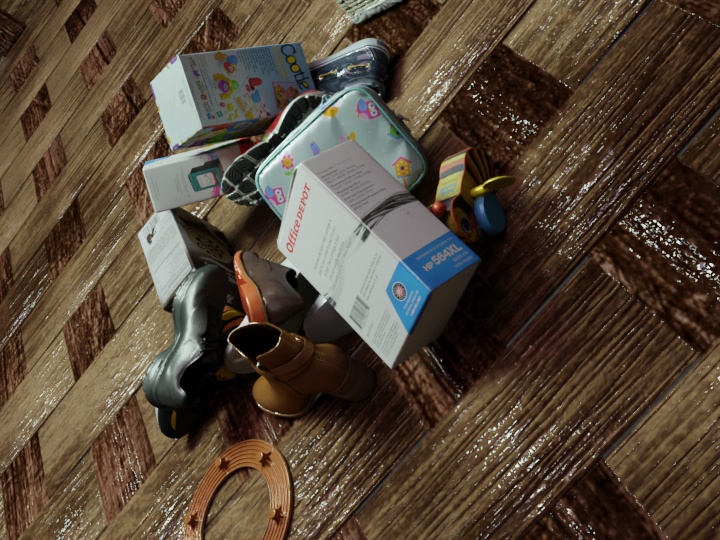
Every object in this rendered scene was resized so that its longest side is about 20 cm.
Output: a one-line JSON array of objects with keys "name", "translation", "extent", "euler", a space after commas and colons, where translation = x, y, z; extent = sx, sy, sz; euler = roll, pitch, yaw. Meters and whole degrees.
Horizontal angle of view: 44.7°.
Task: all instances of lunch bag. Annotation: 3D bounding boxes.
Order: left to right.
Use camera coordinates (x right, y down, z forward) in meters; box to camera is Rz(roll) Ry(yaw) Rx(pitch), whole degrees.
[{"name": "lunch bag", "translation": [-0.023, -0.129, 1.094], "extent": [0.200, 0.161, 0.077], "euler": [-40, 2, 14]}]

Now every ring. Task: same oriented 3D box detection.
[{"name": "ring", "translation": [-0.159, 0.305, 1.082], "extent": [0.200, 0.019, 0.201], "euler": [-26, 50, 34]}]

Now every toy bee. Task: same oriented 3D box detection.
[{"name": "toy bee", "translation": [0.112, -0.065, 0.955], "extent": [0.131, 0.109, 0.200], "euler": [-37, 44, 20]}]

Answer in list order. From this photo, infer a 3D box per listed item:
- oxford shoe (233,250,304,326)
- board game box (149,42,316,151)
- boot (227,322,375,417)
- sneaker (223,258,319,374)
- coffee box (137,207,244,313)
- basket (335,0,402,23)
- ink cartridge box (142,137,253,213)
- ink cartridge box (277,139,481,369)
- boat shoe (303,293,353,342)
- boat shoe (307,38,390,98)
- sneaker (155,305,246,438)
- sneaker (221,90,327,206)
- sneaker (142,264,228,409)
[{"name": "oxford shoe", "translation": [-0.114, 0.021, 1.093], "extent": [0.072, 0.071, 0.200], "euler": [-15, 25, -9]}, {"name": "board game box", "translation": [-0.175, -0.247, 1.239], "extent": [0.103, 0.200, 0.105], "euler": [-20, 88, 53]}, {"name": "boot", "translation": [-0.100, 0.117, 1.029], "extent": [0.200, 0.155, 0.077], "euler": [-6, 62, 45]}, {"name": "sneaker", "translation": [-0.110, 0.051, 1.162], "extent": [0.200, 0.070, 0.080], "euler": [-49, 34, 0]}, {"name": "coffee box", "translation": [-0.248, -0.006, 1.306], "extent": [0.080, 0.113, 0.200], "euler": [-49, 40, 13]}, {"name": "basket", "translation": [0.027, -0.517, 1.300], "extent": [0.200, 0.161, 0.199], "euler": [-15, 55, 39]}, {"name": "ink cartridge box", "translation": [-0.211, -0.147, 1.284], "extent": [0.199, 0.067, 0.116], "euler": [-16, 15, -9]}, {"name": "ink cartridge box", "translation": [0.012, -0.019, 0.936], "extent": [0.200, 0.084, 0.146], "euler": [46, 144, 19]}, {"name": "boat shoe", "translation": [0.000, 0.000, 1.064], "extent": [0.200, 0.072, 0.068], "euler": [-49, 41, 9]}, {"name": "boat shoe", "translation": [-0.045, -0.260, 1.280], "extent": [0.200, 0.071, 0.091], "euler": [-22, 50, 36]}, {"name": "sneaker", "translation": [-0.211, 0.145, 1.201], "extent": [0.090, 0.070, 0.200], "euler": [18, 78, 54]}, {"name": "sneaker", "translation": [-0.110, -0.168, 1.207], "extent": [0.200, 0.077, 0.085], "euler": [-42, 18, 15]}, {"name": "sneaker", "translation": [-0.207, 0.090, 1.143], "extent": [0.091, 0.076, 0.201], "euler": [6, 74, 43]}]
